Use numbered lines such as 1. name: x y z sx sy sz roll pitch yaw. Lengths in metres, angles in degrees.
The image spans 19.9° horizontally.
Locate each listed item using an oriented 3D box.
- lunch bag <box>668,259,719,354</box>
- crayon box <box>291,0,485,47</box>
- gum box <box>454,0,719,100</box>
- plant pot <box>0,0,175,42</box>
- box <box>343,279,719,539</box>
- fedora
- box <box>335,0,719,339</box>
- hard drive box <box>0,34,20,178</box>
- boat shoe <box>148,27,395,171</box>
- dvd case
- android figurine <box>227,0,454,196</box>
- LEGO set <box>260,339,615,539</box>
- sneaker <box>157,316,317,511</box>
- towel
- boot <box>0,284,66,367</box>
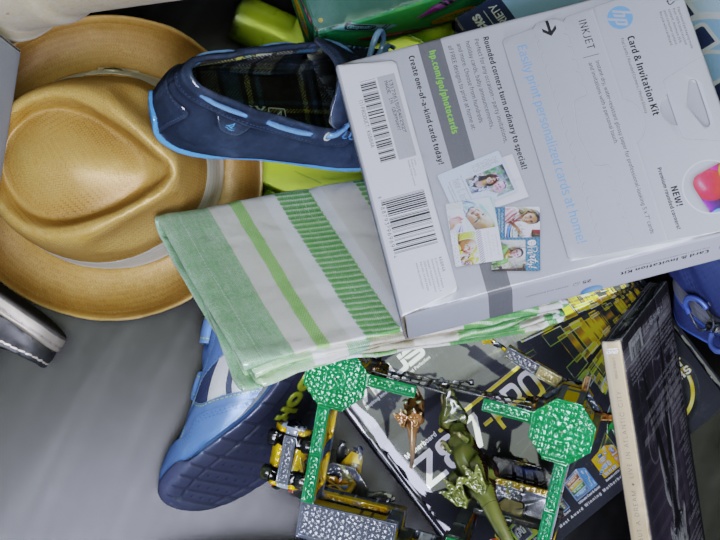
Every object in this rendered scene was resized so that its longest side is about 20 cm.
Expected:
1. lunch bag: 0.272 -0.023 1.235 0.200 0.133 0.136 -41 49 -20
2. crayon box: -0.003 -0.240 1.259 0.118 0.058 0.201 -17 77 -8
3. gum box: 0.183 -0.124 1.189 0.199 0.045 0.170 -32 71 -8
4. plant pot: -0.120 -0.229 1.166 0.182 0.200 0.202 4 87 21
5. box: 0.106 0.078 1.283 0.199 0.049 0.162 -37 90 -5
6. fedora: -0.160 -0.062 1.228 0.199 0.082 0.203 0 92 8
7. box: 0.100 -0.063 1.128 0.198 0.041 0.157 -15 69 0
8. hard drive box: -0.291 -0.045 1.168 0.154 0.077 0.202 5 81 12
9. boat shoe: -0.022 -0.096 1.199 0.199 0.069 0.085 -11 73 -28
10. dvd case: 0.174 0.120 1.196 0.016 0.149 0.202 -7 100 19
11. android figurine: 0.000 -0.091 1.282 0.199 0.041 0.183 22 85 -2
12. LEGO set: 0.051 0.105 1.195 0.198 0.116 0.155 5 102 11
13. sneaker: -0.063 0.059 1.255 0.201 0.074 0.082 -54 52 13
14. towel: 0.000 0.000 1.175 0.198 0.153 0.024 -11 131 -20
15. boot: -0.291 0.057 1.231 0.199 0.073 0.152 24 85 1
